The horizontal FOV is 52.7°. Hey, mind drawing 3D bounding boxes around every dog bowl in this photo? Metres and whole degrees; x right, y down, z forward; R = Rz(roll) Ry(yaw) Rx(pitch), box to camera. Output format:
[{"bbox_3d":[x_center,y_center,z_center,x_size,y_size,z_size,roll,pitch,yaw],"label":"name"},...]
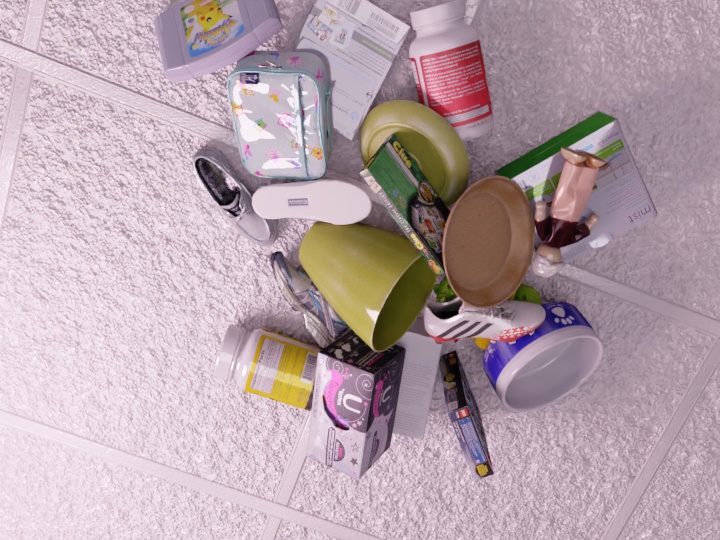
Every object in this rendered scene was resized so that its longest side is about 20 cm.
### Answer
[{"bbox_3d":[0.312,0.151,1.250,0.196,0.080,0.202,-16,139,-14],"label":"dog bowl"}]

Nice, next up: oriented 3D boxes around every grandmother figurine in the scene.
[{"bbox_3d":[0.318,-0.082,1.133,0.119,0.061,0.204,12,111,-11],"label":"grandmother figurine"}]

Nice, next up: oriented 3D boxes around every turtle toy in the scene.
[{"bbox_3d":[0.218,0.050,1.252,0.196,0.102,0.148,15,123,-2],"label":"turtle toy"}]

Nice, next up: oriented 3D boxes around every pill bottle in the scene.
[{"bbox_3d":[-0.155,0.171,1.299,0.196,0.115,0.116,18,109,-4],"label":"pill bottle"},{"bbox_3d":[0.138,-0.307,1.128,0.110,0.113,0.204,-12,109,6],"label":"pill bottle"}]

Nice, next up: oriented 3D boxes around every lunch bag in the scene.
[{"bbox_3d":[-0.119,-0.241,1.136,0.157,0.078,0.203,7,133,12],"label":"lunch bag"}]

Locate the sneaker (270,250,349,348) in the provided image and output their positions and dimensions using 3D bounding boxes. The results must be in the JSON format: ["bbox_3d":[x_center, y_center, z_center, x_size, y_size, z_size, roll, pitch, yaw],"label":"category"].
[{"bbox_3d":[-0.085,0.037,1.281,0.086,0.078,0.201,-34,114,3],"label":"sneaker"}]

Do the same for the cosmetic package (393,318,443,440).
[{"bbox_3d":[0.087,0.193,1.318,0.099,0.071,0.204,12,110,7],"label":"cosmetic package"}]

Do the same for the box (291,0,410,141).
[{"bbox_3d":[-0.032,-0.335,1.160,0.154,0.041,0.203,27,107,-7],"label":"box"}]

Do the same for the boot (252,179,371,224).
[{"bbox_3d":[-0.076,-0.121,1.203,0.195,0.090,0.075,4,105,5],"label":"boot"}]

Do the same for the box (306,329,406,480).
[{"bbox_3d":[-0.007,0.227,1.245,0.113,0.132,0.205,16,111,24],"label":"box"}]

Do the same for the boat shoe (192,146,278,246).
[{"bbox_3d":[-0.215,-0.116,1.223,0.069,0.072,0.202,-34,105,13],"label":"boat shoe"}]

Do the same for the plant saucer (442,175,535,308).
[{"bbox_3d":[0.191,-0.044,1.124,0.197,0.035,0.205,-8,104,-35],"label":"plant saucer"}]

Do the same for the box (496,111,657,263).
[{"bbox_3d":[0.353,-0.127,1.193,0.197,0.097,0.178,-29,107,11],"label":"box"}]

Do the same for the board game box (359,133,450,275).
[{"bbox_3d":[0.084,-0.101,1.116,0.023,0.105,0.201,-22,113,45],"label":"board game box"}]

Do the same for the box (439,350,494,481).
[{"bbox_3d":[0.183,0.248,1.272,0.039,0.201,0.139,-20,109,9],"label":"box"}]

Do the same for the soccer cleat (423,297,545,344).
[{"bbox_3d":[0.196,0.071,1.167,0.195,0.069,0.086,-6,132,17],"label":"soccer cleat"}]

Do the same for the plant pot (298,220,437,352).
[{"bbox_3d":[0.000,0.000,1.202,0.198,0.186,0.190,33,110,23],"label":"plant pot"}]

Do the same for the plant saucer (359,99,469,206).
[{"bbox_3d":[0.078,-0.173,1.159,0.197,0.031,0.203,21,138,20],"label":"plant saucer"}]

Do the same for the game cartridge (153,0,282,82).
[{"bbox_3d":[-0.221,-0.373,1.113,0.197,0.040,0.136,-24,67,9],"label":"game cartridge"}]
